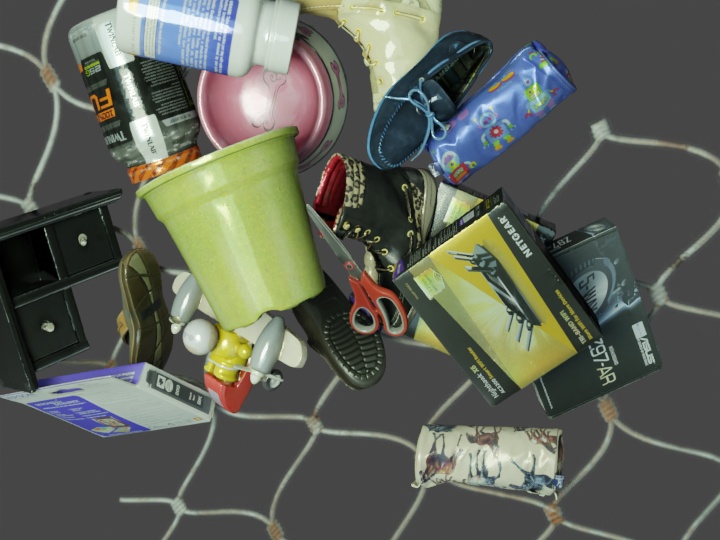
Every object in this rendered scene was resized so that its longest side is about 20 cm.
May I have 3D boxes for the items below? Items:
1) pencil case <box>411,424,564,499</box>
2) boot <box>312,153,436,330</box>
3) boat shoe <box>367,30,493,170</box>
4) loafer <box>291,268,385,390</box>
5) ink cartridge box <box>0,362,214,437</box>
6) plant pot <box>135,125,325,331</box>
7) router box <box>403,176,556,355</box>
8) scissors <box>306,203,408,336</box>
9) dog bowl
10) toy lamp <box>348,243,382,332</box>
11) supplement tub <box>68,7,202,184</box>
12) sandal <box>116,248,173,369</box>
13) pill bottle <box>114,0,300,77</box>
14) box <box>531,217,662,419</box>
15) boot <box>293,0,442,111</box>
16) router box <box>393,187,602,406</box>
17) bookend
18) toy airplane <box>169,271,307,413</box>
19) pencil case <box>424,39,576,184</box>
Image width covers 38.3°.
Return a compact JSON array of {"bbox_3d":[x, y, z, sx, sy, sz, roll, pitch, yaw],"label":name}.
[{"bbox_3d":[0.165,0.246,1.345,0.196,0.078,0.091,1,83,9],"label":"pencil case"},{"bbox_3d":[0.013,-0.035,1.234,0.073,0.149,0.204,11,90,50],"label":"boot"},{"bbox_3d":[0.079,-0.204,1.199,0.084,0.068,0.202,39,78,-35],"label":"boat shoe"},{"bbox_3d":[-0.030,0.079,1.315,0.072,0.201,0.072,-16,140,-23],"label":"loafer"},{"bbox_3d":[-0.324,0.161,1.337,0.195,0.200,0.044,-11,63,27],"label":"ink cartridge box"},{"bbox_3d":[-0.130,-0.039,1.183,0.197,0.200,0.187,-21,93,13],"label":"plant pot"},{"bbox_3d":[0.137,0.006,1.308,0.155,0.052,0.203,22,105,4],"label":"router box"},{"bbox_3d":[0.000,0.000,1.193,0.072,0.014,0.202,-6,126,21],"label":"scissors"},{"bbox_3d":[-0.116,-0.213,1.291,0.196,0.074,0.204,2,103,8],"label":"dog bowl"},{"bbox_3d":[0.014,-0.020,1.322,0.057,0.058,0.204,3,102,9],"label":"toy lamp"},{"bbox_3d":[-0.274,-0.219,1.291,0.121,0.123,0.203,-17,99,13],"label":"supplement tub"},{"bbox_3d":[-0.297,0.063,1.376,0.054,0.082,0.203,12,123,30],"label":"sandal"},{"bbox_3d":[-0.171,-0.284,1.182,0.196,0.112,0.114,12,105,-6],"label":"pill bottle"},{"bbox_3d":[0.265,0.060,1.268,0.158,0.044,0.203,-23,109,1],"label":"box"},{"bbox_3d":[0.005,-0.270,1.250,0.196,0.073,0.159,-5,104,-6],"label":"boot"},{"bbox_3d":[0.156,0.033,1.189,0.156,0.052,0.201,-35,105,17],"label":"router box"},{"bbox_3d":[-0.381,0.021,1.320,0.091,0.197,0.204,1,108,48],"label":"bookend"},{"bbox_3d":[-0.161,0.064,1.313,0.199,0.140,0.202,-33,73,43],"label":"toy airplane"},{"bbox_3d":[0.160,-0.189,1.245,0.199,0.079,0.087,-39,127,14],"label":"pencil case"}]
